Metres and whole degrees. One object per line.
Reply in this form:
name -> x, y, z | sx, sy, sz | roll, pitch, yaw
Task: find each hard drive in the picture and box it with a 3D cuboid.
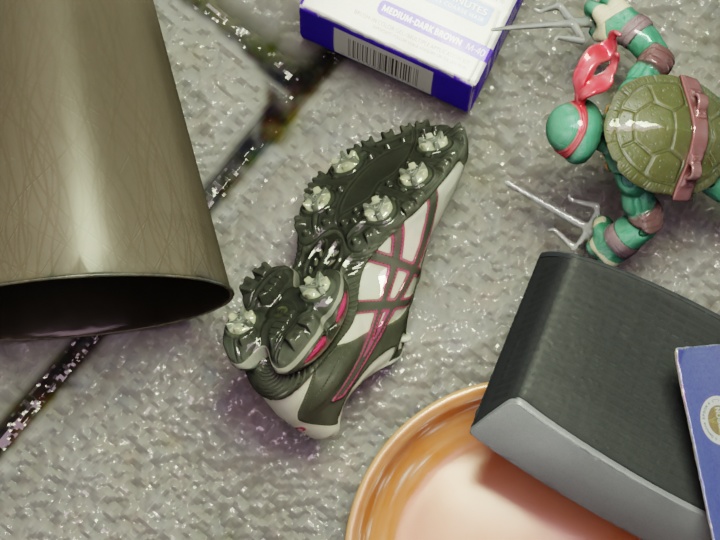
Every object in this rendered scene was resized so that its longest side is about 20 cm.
hard drive -> 0.170, 0.079, 1.352 | 0.200, 0.042, 0.135 | 29, 61, -8

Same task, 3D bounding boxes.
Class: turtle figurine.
turtle figurine -> 0.163, -0.069, 1.374 | 0.200, 0.101, 0.150 | 8, 97, -20

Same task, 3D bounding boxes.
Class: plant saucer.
plant saucer -> 0.090, 0.160, 1.373 | 0.200, 0.037, 0.200 | 0, 80, -1

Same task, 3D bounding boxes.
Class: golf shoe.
golf shoe -> 0.000, 0.000, 1.390 | 0.077, 0.088, 0.200 | 12, 54, 41

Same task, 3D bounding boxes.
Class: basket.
basket -> -0.169, -0.074, 1.368 | 0.180, 0.136, 0.200 | -5, 76, -6

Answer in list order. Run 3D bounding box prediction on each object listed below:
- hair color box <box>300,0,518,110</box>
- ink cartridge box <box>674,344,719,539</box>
hair color box -> 0.056, -0.206, 1.420 | 0.109, 0.065, 0.200 | 24, 79, 4
ink cartridge box -> 0.272, 0.124, 1.333 | 0.200, 0.043, 0.197 | -5, 78, -35
